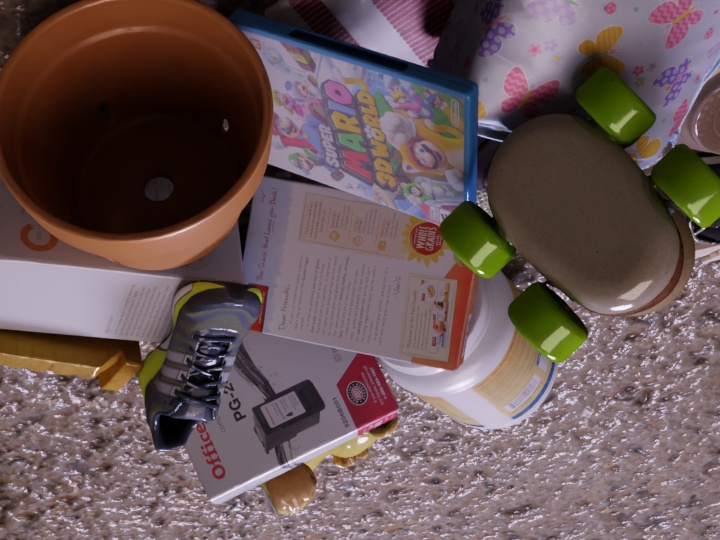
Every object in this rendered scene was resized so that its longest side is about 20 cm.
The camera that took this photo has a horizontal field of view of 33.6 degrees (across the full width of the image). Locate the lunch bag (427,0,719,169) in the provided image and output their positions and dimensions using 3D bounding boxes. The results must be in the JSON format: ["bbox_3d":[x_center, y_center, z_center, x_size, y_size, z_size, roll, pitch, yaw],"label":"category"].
[{"bbox_3d":[0.174,-0.176,0.888,0.200,0.127,0.170,12,126,-17],"label":"lunch bag"}]

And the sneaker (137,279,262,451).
[{"bbox_3d":[-0.130,0.080,0.986,0.074,0.081,0.200,7,141,-23],"label":"sneaker"}]

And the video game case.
[{"bbox_3d":[-0.005,-0.110,0.897,0.200,0.018,0.143,21,145,21],"label":"video game case"}]

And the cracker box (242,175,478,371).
[{"bbox_3d":[0.000,0.000,1.022,0.199,0.134,0.058,11,-176,10],"label":"cracker box"}]

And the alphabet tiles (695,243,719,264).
[{"bbox_3d":[0.394,-0.031,1.146,0.195,0.015,0.200,-13,174,3],"label":"alphabet tiles"}]

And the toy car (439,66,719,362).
[{"bbox_3d":[0.186,-0.026,0.881,0.164,0.158,0.200,-45,153,14],"label":"toy car"}]

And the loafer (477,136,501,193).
[{"bbox_3d":[0.158,-0.093,0.981,0.200,0.063,0.072,-16,137,-52],"label":"loafer"}]

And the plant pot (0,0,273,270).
[{"bbox_3d":[-0.160,-0.087,0.895,0.200,0.201,0.140,-8,159,-3],"label":"plant pot"}]

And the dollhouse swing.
[{"bbox_3d":[-0.329,0.074,1.081,0.200,0.182,0.176,12,126,-28],"label":"dollhouse swing"}]

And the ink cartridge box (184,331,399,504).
[{"bbox_3d":[-0.084,0.117,1.143,0.200,0.146,0.083,-25,172,-7],"label":"ink cartridge box"}]

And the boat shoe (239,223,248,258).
[{"bbox_3d":[-0.111,0.008,1.119,0.200,0.072,0.066,-22,152,15],"label":"boat shoe"}]

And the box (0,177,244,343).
[{"bbox_3d":[-0.210,-0.019,1.009,0.200,0.125,0.098,7,140,-22],"label":"box"}]

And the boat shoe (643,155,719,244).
[{"bbox_3d":[0.300,-0.057,1.032,0.199,0.068,0.072,-7,153,19],"label":"boat shoe"}]

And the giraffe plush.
[{"bbox_3d":[-0.048,0.171,1.290,0.162,0.173,0.200,-28,133,-12],"label":"giraffe plush"}]

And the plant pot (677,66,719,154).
[{"bbox_3d":[0.308,-0.161,0.978,0.200,0.093,0.201,-7,144,-5],"label":"plant pot"}]

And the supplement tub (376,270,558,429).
[{"bbox_3d":[0.097,0.063,1.150,0.144,0.145,0.200,-24,150,17],"label":"supplement tub"}]

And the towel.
[{"bbox_3d":[0.000,-0.182,0.935,0.200,0.023,0.144,-28,137,19],"label":"towel"}]

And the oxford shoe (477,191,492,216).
[{"bbox_3d":[0.152,-0.065,1.088,0.200,0.058,0.075,11,129,-32],"label":"oxford shoe"}]
